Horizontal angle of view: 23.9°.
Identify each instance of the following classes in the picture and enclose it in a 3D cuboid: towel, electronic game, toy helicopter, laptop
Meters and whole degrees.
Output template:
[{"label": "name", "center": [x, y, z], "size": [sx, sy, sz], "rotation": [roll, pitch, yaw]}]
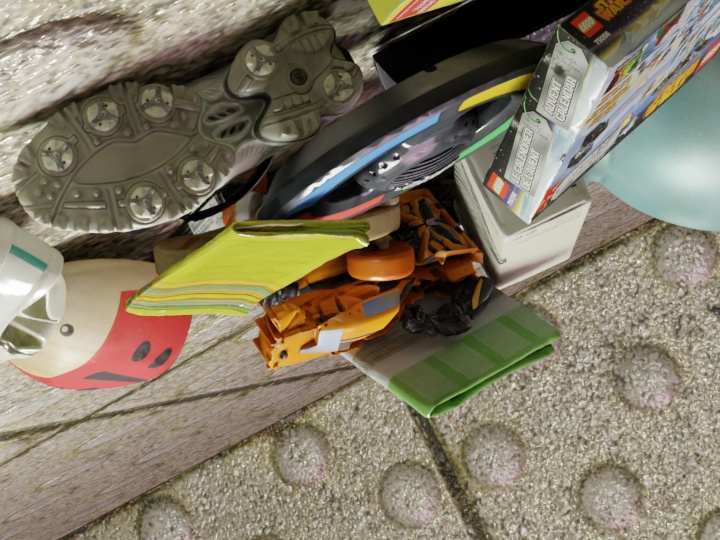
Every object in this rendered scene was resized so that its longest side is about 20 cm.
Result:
[{"label": "towel", "center": [-0.071, 0.001, 1.004], "size": [0.085, 0.018, 0.200], "rotation": [-3, 169, -25]}, {"label": "towel", "center": [0.028, 0.033, 1.262], "size": [0.149, 0.200, 0.031], "rotation": [-25, 137, -36]}, {"label": "electronic game", "center": [0.031, -0.072, 0.965], "size": [0.199, 0.042, 0.200], "rotation": [-29, 174, -3]}, {"label": "toy helicopter", "center": [-0.063, -0.029, 1.134], "size": [0.132, 0.080, 0.199], "rotation": [13, -158, 41]}, {"label": "laptop", "center": [0.108, -0.125, 1.072], "size": [0.176, 0.104, 0.200], "rotation": [-26, 146, -1]}]

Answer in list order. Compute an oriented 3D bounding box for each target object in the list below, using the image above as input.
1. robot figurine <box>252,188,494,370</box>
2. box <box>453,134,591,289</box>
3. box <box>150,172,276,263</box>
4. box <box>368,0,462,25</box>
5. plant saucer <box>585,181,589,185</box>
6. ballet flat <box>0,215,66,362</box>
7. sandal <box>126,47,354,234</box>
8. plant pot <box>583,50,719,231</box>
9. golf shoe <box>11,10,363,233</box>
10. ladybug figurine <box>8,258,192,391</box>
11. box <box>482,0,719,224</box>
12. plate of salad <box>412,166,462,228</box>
[{"label": "robot figurine", "center": [0.000, 0.000, 1.220], "size": [0.199, 0.145, 0.058], "rotation": [-18, 140, -27]}, {"label": "box", "center": [0.112, -0.049, 1.216], "size": [0.068, 0.083, 0.200], "rotation": [-25, 168, -2]}, {"label": "box", "center": [-0.068, -0.031, 1.354], "size": [0.192, 0.048, 0.200], "rotation": [-24, 171, -35]}, {"label": "box", "center": [0.091, -0.183, 0.865], "size": [0.199, 0.050, 0.075], "rotation": [-21, 171, -35]}, {"label": "plant saucer", "center": [0.155, -0.086, 1.457], "size": [0.200, 0.036, 0.200], "rotation": [-40, -167, 11]}, {"label": "ballet flat", "center": [-0.220, 0.024, 1.072], "size": [0.069, 0.070, 0.200], "rotation": [-24, 169, -21]}, {"label": "sandal", "center": [-0.081, -0.069, 1.057], "size": [0.200, 0.043, 0.076], "rotation": [-31, 172, 31]}, {"label": "plant pot", "center": [0.229, -0.127, 1.278], "size": [0.133, 0.202, 0.200], "rotation": [1, 171, -1]}, {"label": "golf shoe", "center": [-0.095, -0.068, 0.928], "size": [0.199, 0.079, 0.097], "rotation": [-23, 177, -19]}, {"label": "ladybug figurine", "center": [-0.189, 0.043, 1.235], "size": [0.135, 0.072, 0.200], "rotation": [-21, 166, 22]}, {"label": "box", "center": [0.158, -0.127, 0.947], "size": [0.200, 0.040, 0.137], "rotation": [-40, 163, -34]}, {"label": "plate of salad", "center": [0.051, -0.052, 1.430], "size": [0.199, 0.048, 0.200], "rotation": [-33, -169, 7]}]
